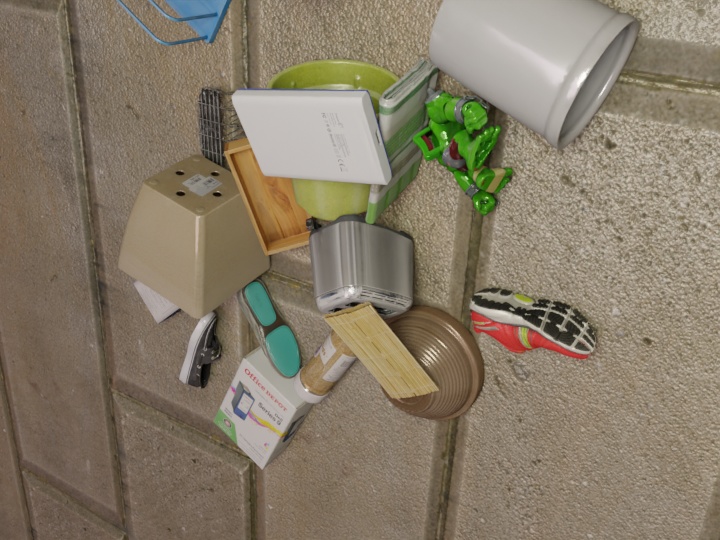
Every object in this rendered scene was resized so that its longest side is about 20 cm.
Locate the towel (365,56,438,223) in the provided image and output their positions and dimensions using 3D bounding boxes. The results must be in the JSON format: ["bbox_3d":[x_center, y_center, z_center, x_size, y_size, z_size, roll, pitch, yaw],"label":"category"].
[{"bbox_3d":[0.052,-0.181,1.079,0.030,0.149,0.202,27,136,18],"label":"towel"}]

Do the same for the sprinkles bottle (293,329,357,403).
[{"bbox_3d":[-0.047,0.155,1.371,0.068,0.068,0.201,45,128,9],"label":"sprinkles bottle"}]

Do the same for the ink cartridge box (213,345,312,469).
[{"bbox_3d":[-0.183,0.261,1.500,0.145,0.087,0.201,41,126,14],"label":"ink cartridge box"}]

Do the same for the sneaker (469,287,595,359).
[{"bbox_3d":[0.253,0.089,1.144,0.198,0.077,0.086,22,133,33],"label":"sneaker"}]

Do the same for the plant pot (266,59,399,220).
[{"bbox_3d":[-0.036,-0.185,1.151,0.198,0.200,0.186,22,132,24],"label":"plant pot"}]

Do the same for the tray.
[{"bbox_3d":[-0.142,-0.127,1.269,0.097,0.037,0.202,-15,125,5],"label":"tray"}]

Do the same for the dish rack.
[{"bbox_3d":[-0.194,-0.232,1.312,0.198,0.054,0.156,18,119,30],"label":"dish rack"}]

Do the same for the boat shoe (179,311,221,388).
[{"bbox_3d":[-0.312,0.165,1.563,0.066,0.070,0.202,26,122,1],"label":"boat shoe"}]

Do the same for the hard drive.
[{"bbox_3d":[-0.064,-0.177,1.019,0.197,0.026,0.133,8,138,29],"label":"hard drive"}]

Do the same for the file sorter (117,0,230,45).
[{"bbox_3d":[-0.282,-0.477,1.218,0.139,0.122,0.201,45,129,10],"label":"file sorter"}]

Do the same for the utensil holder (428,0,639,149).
[{"bbox_3d":[0.205,-0.272,0.945,0.199,0.169,0.171,35,126,18],"label":"utensil holder"}]

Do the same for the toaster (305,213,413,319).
[{"bbox_3d":[0.000,0.000,1.176,0.113,0.199,0.131,-21,65,38],"label":"toaster"}]

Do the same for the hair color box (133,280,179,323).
[{"bbox_3d":[-0.356,0.017,1.527,0.199,0.060,0.101,-31,92,40],"label":"hair color box"}]

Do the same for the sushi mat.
[{"bbox_3d":[0.033,0.125,1.169,0.095,0.012,0.201,-16,126,35],"label":"sushi mat"}]

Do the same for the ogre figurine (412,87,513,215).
[{"bbox_3d":[0.138,-0.173,1.059,0.098,0.200,0.120,-46,57,6],"label":"ogre figurine"}]

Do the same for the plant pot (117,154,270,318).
[{"bbox_3d":[-0.281,-0.077,1.330,0.198,0.199,0.179,28,131,21],"label":"plant pot"}]

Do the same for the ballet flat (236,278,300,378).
[{"bbox_3d":[-0.171,0.107,1.449,0.202,0.067,0.064,65,156,-6],"label":"ballet flat"}]

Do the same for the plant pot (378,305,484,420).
[{"bbox_3d":[0.094,0.167,1.264,0.198,0.092,0.204,15,119,29],"label":"plant pot"}]
